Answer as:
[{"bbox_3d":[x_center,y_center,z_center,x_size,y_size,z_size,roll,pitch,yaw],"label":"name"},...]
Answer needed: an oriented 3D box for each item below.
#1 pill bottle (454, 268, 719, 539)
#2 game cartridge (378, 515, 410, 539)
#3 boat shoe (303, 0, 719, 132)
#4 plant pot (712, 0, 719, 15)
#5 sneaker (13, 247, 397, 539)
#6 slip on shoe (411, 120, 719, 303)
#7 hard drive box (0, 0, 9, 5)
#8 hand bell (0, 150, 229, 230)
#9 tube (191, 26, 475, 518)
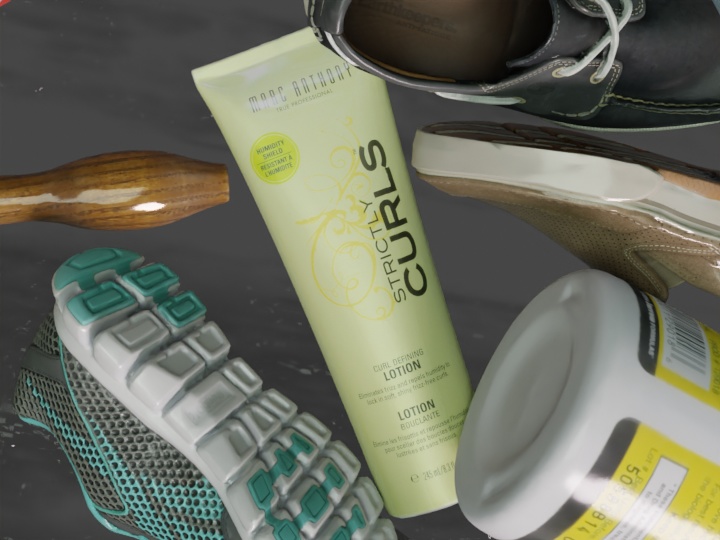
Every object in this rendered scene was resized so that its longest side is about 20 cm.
[{"bbox_3d":[0.146,0.090,0.839,0.199,0.111,0.112,28,104,-16],"label":"pill bottle"},{"bbox_3d":[-0.032,0.200,0.924,0.129,0.038,0.200,38,103,-2],"label":"game cartridge"},{"bbox_3d":[0.078,-0.089,0.825,0.198,0.068,0.072,8,101,-9],"label":"boat shoe"},{"bbox_3d":[0.238,-0.106,0.745,0.195,0.196,0.201,-27,111,-4],"label":"plant pot"},{"bbox_3d":[-0.065,0.087,0.872,0.200,0.077,0.091,49,128,8],"label":"sneaker"},{"bbox_3d":[0.115,-0.015,0.845,0.198,0.076,0.061,11,101,-7],"label":"slip on shoe"},{"bbox_3d":[-0.098,-0.190,0.770,0.077,0.156,0.200,43,103,-8],"label":"hard drive box"},{"bbox_3d":[-0.152,-0.027,0.861,0.198,0.104,0.105,-3,104,-9],"label":"hand bell"},{"bbox_3d":[0.000,0.000,0.866,0.052,0.058,0.201,-12,99,46],"label":"tube"}]
